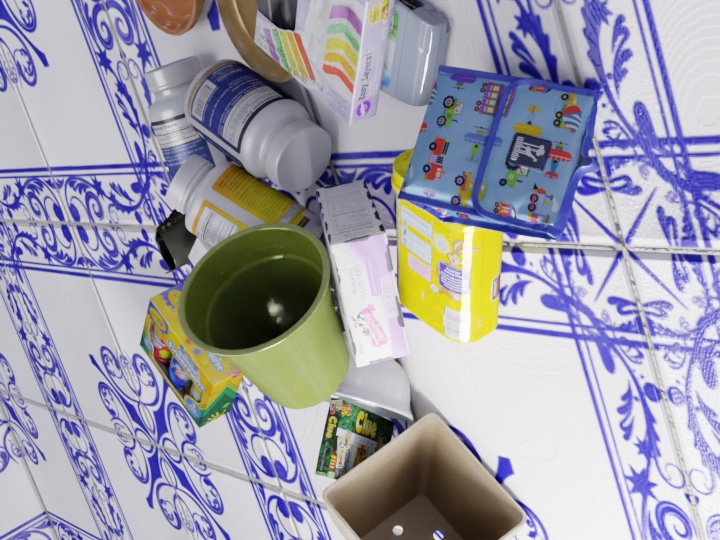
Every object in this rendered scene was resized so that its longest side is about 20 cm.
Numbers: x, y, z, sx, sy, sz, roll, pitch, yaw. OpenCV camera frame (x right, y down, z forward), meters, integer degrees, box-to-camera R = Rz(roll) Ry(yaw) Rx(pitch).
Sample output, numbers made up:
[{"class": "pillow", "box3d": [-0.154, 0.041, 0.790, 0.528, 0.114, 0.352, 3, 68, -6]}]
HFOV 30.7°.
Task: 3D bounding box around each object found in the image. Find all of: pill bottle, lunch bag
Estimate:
[{"class": "pill bottle", "box3d": [-0.241, -0.204, 1.904, 0.111, 0.111, 0.201, 2, 115, 56]}, {"class": "pill bottle", "box3d": [-0.157, -0.072, 1.751, 0.200, 0.109, 0.109, 32, 144, 5]}, {"class": "pill bottle", "box3d": [-0.136, -0.192, 1.750, 0.200, 0.116, 0.116, 38, 142, 35]}, {"class": "lunch bag", "box3d": [0.159, -0.117, 1.348, 0.200, 0.094, 0.151, 14, 85, 40]}]

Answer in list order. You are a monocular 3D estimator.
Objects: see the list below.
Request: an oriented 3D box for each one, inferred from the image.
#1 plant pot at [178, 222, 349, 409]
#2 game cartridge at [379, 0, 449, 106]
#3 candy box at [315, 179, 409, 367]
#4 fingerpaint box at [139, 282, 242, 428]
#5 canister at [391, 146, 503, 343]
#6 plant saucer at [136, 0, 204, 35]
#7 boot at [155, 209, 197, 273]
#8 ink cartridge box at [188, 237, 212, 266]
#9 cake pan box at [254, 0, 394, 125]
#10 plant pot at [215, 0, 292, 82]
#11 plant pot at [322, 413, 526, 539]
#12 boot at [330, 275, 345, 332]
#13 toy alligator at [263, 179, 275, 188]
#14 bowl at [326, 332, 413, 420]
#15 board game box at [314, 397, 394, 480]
[{"class": "plant pot", "box3d": [-0.099, 0.076, 1.659, 0.200, 0.200, 0.190, 32, 161, 40]}, {"class": "game cartridge", "box3d": [0.020, -0.282, 1.525, 0.200, 0.040, 0.134, 43, 148, 30]}, {"class": "candy box", "box3d": [0.000, 0.000, 1.650, 0.200, 0.071, 0.168, -109, 7, -66]}, {"class": "fingerpaint box", "box3d": [-0.301, 0.151, 2.310, 0.200, 0.073, 0.167, 51, 148, 17]}, {"class": "canister", "box3d": [0.103, -0.029, 1.549, 0.148, 0.086, 0.201, 37, 143, 37]}, {"class": "plant saucer", "box3d": [-0.276, -0.433, 1.850, 0.200, 0.037, 0.201, 37, 141, 38]}, {"class": "boot", "box3d": [-0.268, -0.107, 1.994, 0.077, 0.138, 0.201, -13, 101, 59]}, {"class": "ink cartridge box", "box3d": [-0.150, 0.022, 1.942, 0.200, 0.116, 0.067, 54, 147, 12]}, {"class": "cake pan box", "box3d": [-0.047, -0.299, 1.532, 0.200, 0.052, 0.185, 45, 143, 27]}, {"class": "plant pot", "box3d": [-0.124, -0.344, 1.700, 0.200, 0.027, 0.201, 36, 141, 36]}, {"class": "plant pot", "box3d": [0.081, 0.357, 1.797, 0.200, 0.200, 0.177, 47, 157, 24]}, {"class": "boot", "box3d": [-0.040, 0.001, 1.824, 0.131, 0.070, 0.201, -2, 119, 50]}, {"class": "toy alligator", "box3d": [-0.124, -0.080, 1.885, 0.059, 0.054, 0.201, -8, 115, 11]}, {"class": "bowl", "box3d": [-0.014, 0.139, 1.807, 0.201, 0.201, 0.091, -1, 72, 57]}, {"class": "board game box", "box3d": [-0.005, 0.244, 1.815, 0.023, 0.200, 0.105, 5, 78, 23]}]
